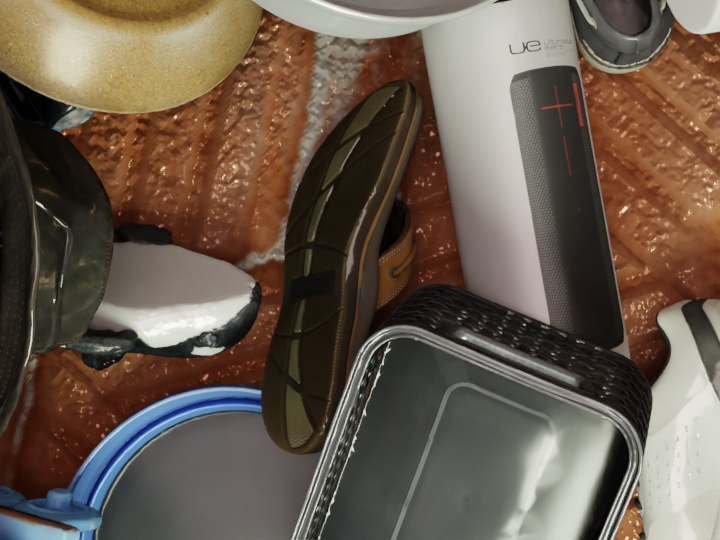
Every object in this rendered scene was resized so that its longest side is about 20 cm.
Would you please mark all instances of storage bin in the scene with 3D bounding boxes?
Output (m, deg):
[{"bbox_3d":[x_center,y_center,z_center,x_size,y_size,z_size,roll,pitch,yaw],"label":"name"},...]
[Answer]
[{"bbox_3d":[0.044,0.124,0.723,0.134,0.094,0.202,22,104,9],"label":"storage bin"}]

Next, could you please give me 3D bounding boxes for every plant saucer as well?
[{"bbox_3d":[-0.127,-0.178,0.761,0.199,0.035,0.202,13,65,-29],"label":"plant saucer"}]

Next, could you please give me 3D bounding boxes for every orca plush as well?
[{"bbox_3d":[-0.152,0.034,0.810,0.198,0.106,0.072,-7,127,-9],"label":"orca plush"}]

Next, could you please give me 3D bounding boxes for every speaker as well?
[{"bbox_3d":[0.085,-0.037,0.786,0.080,0.081,0.202,-9,90,5],"label":"speaker"}]

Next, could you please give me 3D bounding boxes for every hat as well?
[{"bbox_3d":[-0.165,-0.022,0.722,0.080,0.200,0.203,-8,91,-34],"label":"hat"}]

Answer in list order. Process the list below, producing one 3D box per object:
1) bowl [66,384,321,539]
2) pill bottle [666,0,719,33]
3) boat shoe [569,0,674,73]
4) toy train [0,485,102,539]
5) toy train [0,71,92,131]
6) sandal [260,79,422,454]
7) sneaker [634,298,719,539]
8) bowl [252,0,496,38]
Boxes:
[{"bbox_3d":[-0.067,0.161,0.822,0.198,0.039,0.203,0,91,5],"label":"bowl"},{"bbox_3d":[0.248,-0.180,0.735,0.198,0.114,0.115,-12,90,-7],"label":"pill bottle"},{"bbox_3d":[0.124,-0.205,0.787,0.072,0.063,0.202,-11,90,5],"label":"boat shoe"},{"bbox_3d":[-0.221,0.146,0.776,0.198,0.114,0.088,10,93,31],"label":"toy train"},{"bbox_3d":[-0.221,-0.149,0.801,0.114,0.087,0.201,-32,92,13],"label":"toy train"},{"bbox_3d":[0.000,0.000,0.794,0.054,0.081,0.202,20,72,-35],"label":"sandal"},{"bbox_3d":[0.171,0.110,0.795,0.079,0.074,0.202,15,88,19],"label":"sneaker"},{"bbox_3d":[-0.010,-0.193,0.754,0.199,0.090,0.203,7,70,-18],"label":"bowl"}]
